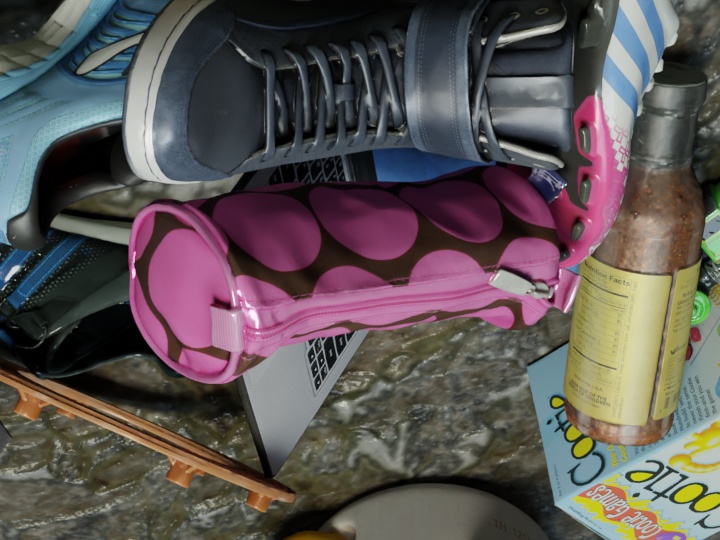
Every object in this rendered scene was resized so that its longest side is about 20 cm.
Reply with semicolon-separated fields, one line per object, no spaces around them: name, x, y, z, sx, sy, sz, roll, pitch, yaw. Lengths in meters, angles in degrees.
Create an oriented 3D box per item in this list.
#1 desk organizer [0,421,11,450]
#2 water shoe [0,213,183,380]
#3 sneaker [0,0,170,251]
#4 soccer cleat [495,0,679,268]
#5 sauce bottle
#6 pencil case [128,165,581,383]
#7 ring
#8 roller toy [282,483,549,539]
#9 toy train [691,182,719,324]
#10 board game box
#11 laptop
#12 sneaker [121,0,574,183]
desk organizer;-0.252;0.055;0.801;0.077;0.072;0.200;31;159;19
water shoe;-0.173;0.013;0.827;0.198;0.079;0.072;2;137;-10
sneaker;-0.097;-0.074;0.686;0.200;0.090;0.079;-43;154;-24
soccer cleat;0.116;-0.089;0.753;0.086;0.070;0.201;-30;141;-31
sauce bottle;0.147;-0.008;0.829;0.065;0.066;0.202;1;115;-9
pencil case;0.000;0.000;0.711;0.199;0.094;0.091;-10;130;-35
ring;-0.128;0.087;0.859;0.199;0.019;0.200;24;174;3
roller toy;0.045;0.239;1.057;0.198;0.140;0.183;-13;127;10
toy train;0.209;-0.026;0.865;0.200;0.042;0.056;-37;111;22
board game box;0.212;0.071;0.925;0.199;0.105;0.103;-33;132;26
laptop;0.030;-0.006;0.815;0.115;0.200;0.188;17;143;24
sneaker;0.007;-0.075;0.648;0.145;0.202;0.078;11;112;25
